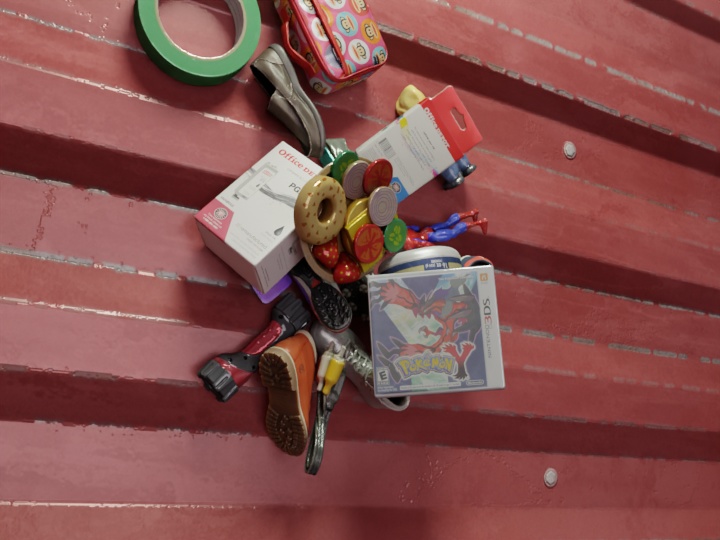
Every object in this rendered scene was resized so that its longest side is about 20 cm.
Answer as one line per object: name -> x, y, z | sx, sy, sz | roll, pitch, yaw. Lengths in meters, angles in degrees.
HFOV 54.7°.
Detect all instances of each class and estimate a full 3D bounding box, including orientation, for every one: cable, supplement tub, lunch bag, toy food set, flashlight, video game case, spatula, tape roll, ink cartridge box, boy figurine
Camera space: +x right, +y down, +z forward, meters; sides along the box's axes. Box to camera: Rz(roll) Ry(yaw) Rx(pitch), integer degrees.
cable -> -0.068, 0.215, 1.106 | 0.050, 0.097, 0.204 | 25, 74, -20
supplement tub -> 0.110, 0.076, 1.140 | 0.141, 0.144, 0.205 | -3, 76, -27
lunch bag -> -0.061, -0.411, 1.189 | 0.174, 0.081, 0.203 | -30, 96, -33
toy food set -> -0.012, -0.079, 1.064 | 0.197, 0.048, 0.203 | -41, 125, -26
flashlight -> -0.167, 0.117, 1.109 | 0.067, 0.068, 0.200 | 35, 63, 19
video game case -> 0.112, 0.092, 1.051 | 0.194, 0.023, 0.187 | -5, 78, 6
spatula -> -0.102, -0.026, 1.175 | 0.200, 0.020, 0.057 | -43, 110, -27
tape roll -> -0.259, -0.403, 1.114 | 0.196, 0.048, 0.206 | 2, 85, -26
ink cartridge box -> 0.101, -0.219, 1.222 | 0.198, 0.067, 0.117 | -34, 102, 7
ink cartridge box -> -0.137, -0.088, 1.093 | 0.145, 0.084, 0.200 | 35, 66, 23
boy figurine -> 0.131, -0.246, 1.293 | 0.124, 0.064, 0.201 | -45, 105, -22

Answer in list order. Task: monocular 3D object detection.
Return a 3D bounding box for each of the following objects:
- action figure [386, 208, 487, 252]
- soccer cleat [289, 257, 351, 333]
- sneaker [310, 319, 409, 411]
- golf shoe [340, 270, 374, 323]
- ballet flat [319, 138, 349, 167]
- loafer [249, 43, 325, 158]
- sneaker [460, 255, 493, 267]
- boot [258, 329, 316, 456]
action figure -> 0.134, -0.065, 1.276 | 0.195, 0.066, 0.053 | -12, 132, -14
soccer cleat -> -0.077, 0.012, 1.142 | 0.067, 0.073, 0.203 | -29, 79, -9
sneaker -> 0.006, 0.155, 1.166 | 0.200, 0.115, 0.074 | 47, 70, -14
golf shoe -> 0.000, 0.000, 1.198 | 0.088, 0.076, 0.203 | -51, 121, -43
ballet flat -> -0.009, -0.142, 1.178 | 0.062, 0.068, 0.203 | -14, 67, -27
loafer -> -0.125, -0.273, 1.165 | 0.070, 0.073, 0.203 | -28, 89, -22
sneaker -> 0.179, 0.065, 1.217 | 0.074, 0.084, 0.205 | 23, 75, -23
boot -> -0.101, 0.197, 1.121 | 0.107, 0.073, 0.205 | -43, 136, -56
